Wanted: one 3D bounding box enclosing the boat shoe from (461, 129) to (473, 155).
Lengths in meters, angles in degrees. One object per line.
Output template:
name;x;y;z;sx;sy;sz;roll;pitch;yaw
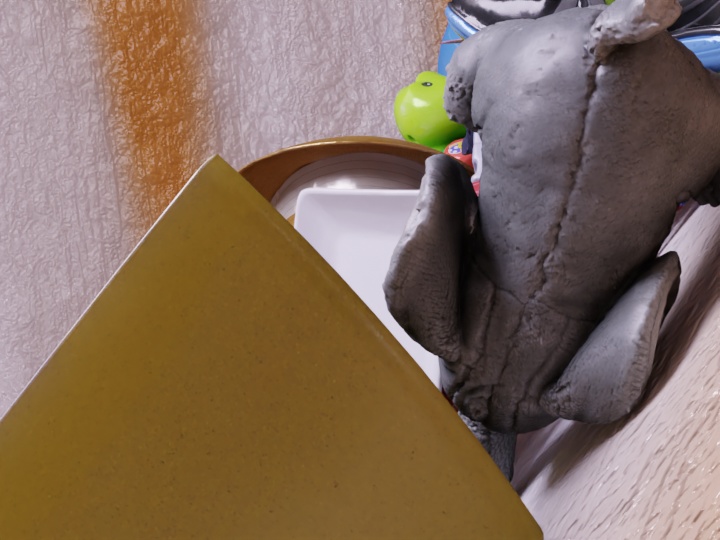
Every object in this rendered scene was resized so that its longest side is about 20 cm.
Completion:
boat shoe;0.163;-0.120;1.105;0.200;0.075;0.093;-6;-44;-26

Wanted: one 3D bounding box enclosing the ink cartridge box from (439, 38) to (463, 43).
ink cartridge box;0.173;-0.192;1.018;0.200;0.047;0.160;-14;8;-43

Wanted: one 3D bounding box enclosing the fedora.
fedora;0.000;0.000;0.923;0.201;0.200;0.082;125;155;-53

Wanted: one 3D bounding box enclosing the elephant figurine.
elephant figurine;0.076;0.006;0.597;0.141;0.155;0.200;15;81;50

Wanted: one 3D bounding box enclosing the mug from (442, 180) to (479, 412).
mug;0.013;0.054;0.802;0.200;0.178;0.133;-22;0;25

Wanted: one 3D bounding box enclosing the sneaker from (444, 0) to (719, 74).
sneaker;0.130;-0.125;0.666;0.071;0.199;0.083;0;-89;-52

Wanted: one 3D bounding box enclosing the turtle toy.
turtle toy;0.091;-0.065;1.164;0.101;0.200;0.146;-50;-20;28

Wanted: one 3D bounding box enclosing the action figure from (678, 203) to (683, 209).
action figure;0.171;-0.091;0.717;0.200;0.065;0.099;-54;-10;10

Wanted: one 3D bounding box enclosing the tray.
tray;0.003;0.062;0.709;0.022;0.107;0.200;8;-92;-46

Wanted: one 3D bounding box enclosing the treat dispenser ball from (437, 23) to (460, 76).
treat dispenser ball;0.167;-0.173;1.300;0.201;0.201;0.201;-53;-2;-2

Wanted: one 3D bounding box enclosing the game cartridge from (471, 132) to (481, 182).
game cartridge;0.134;-0.116;0.851;0.041;0.133;0.200;57;-148;-48

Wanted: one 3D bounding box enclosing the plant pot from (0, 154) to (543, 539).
plant pot;-0.047;0.105;0.578;0.200;0.176;0.200;-54;-1;-12
